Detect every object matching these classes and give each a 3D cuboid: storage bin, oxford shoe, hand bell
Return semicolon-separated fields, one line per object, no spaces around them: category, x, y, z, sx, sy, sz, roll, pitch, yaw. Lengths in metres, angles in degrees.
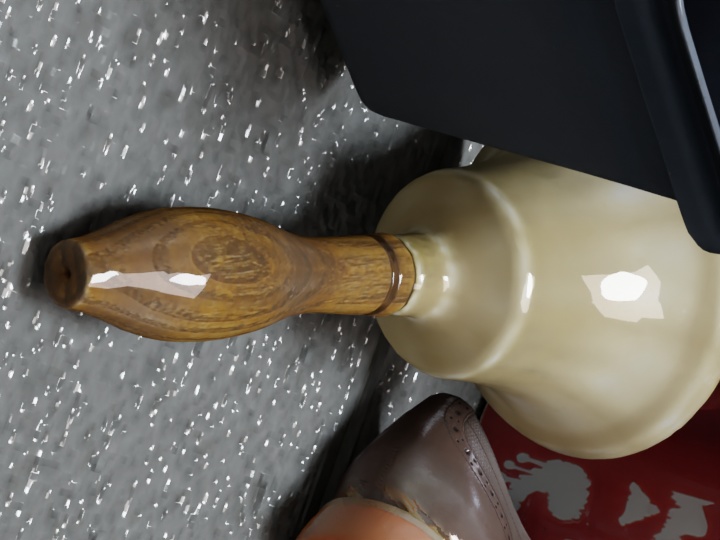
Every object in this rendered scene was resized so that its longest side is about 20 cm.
storage bin;0.076;-0.115;0.749;0.200;0.134;0.146;-54;139;-31
oxford shoe;0.038;0.120;0.894;0.073;0.071;0.200;-58;149;-34
hand bell;0.000;0.000;0.760;0.200;0.104;0.105;0;106;-49

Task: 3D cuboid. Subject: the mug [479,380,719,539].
mug;0.141;0.065;0.907;0.133;0.199;0.178;-39;137;-44
